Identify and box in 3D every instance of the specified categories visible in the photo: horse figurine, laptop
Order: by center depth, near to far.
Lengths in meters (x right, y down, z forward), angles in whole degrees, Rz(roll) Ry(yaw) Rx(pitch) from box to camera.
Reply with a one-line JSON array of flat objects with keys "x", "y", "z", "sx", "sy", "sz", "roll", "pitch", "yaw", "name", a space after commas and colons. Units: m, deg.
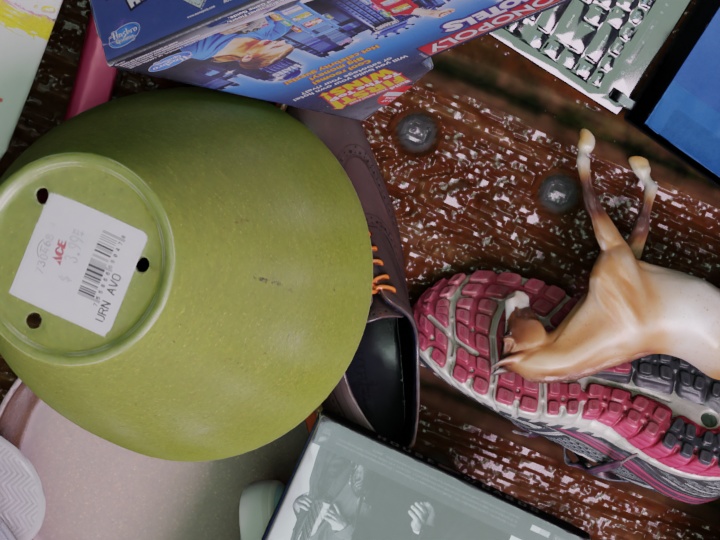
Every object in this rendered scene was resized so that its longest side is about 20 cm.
[{"x": 0.163, "y": -0.157, "z": 1.339, "sx": 0.199, "sy": 0.103, "sz": 0.178, "roll": 31, "pitch": 98, "yaw": -11, "name": "laptop"}, {"x": 0.172, "y": 0.008, "z": 1.381, "sx": 0.199, "sy": 0.050, "sz": 0.133, "roll": 13, "pitch": 69, "yaw": -14, "name": "horse figurine"}]

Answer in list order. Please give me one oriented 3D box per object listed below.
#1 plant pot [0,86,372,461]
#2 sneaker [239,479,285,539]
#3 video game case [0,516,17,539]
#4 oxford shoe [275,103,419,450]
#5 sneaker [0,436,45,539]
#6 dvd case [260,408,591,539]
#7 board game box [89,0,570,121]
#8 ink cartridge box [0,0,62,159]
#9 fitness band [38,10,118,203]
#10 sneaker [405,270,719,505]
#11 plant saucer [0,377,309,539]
[{"x": -0.103, "y": -0.003, "z": 1.240, "sx": 0.186, "sy": 0.200, "sz": 0.188, "roll": 0, "pitch": 87, "yaw": 11, "name": "plant pot"}, {"x": 0.005, "y": 0.192, "z": 1.378, "sx": 0.082, "sy": 0.074, "sz": 0.201, "roll": -22, "pitch": 99, "yaw": 11, "name": "sneaker"}, {"x": -0.263, "y": 0.135, "z": 1.307, "sx": 0.199, "sy": 0.182, "sz": 0.023, "roll": 3, "pitch": 67, "yaw": 8, "name": "video game case"}, {"x": 0.000, "y": 0.000, "z": 1.362, "sx": 0.071, "sy": 0.072, "sz": 0.201, "roll": -13, "pitch": 93, "yaw": -22, "name": "oxford shoe"}, {"x": -0.270, "y": 0.109, "z": 1.371, "sx": 0.199, "sy": 0.116, "sz": 0.074, "roll": 15, "pitch": 69, "yaw": -21, "name": "sneaker"}, {"x": 0.006, "y": 0.191, "z": 1.330, "sx": 0.150, "sy": 0.025, "sz": 0.201, "roll": 25, "pitch": 96, "yaw": 1, "name": "dvd case"}, {"x": 0.002, "y": -0.136, "z": 1.269, "sx": 0.199, "sy": 0.200, "sz": 0.062, "roll": -20, "pitch": 74, "yaw": 17, "name": "board game box"}, {"x": -0.205, "y": -0.117, "z": 1.248, "sx": 0.116, "sy": 0.067, "sz": 0.201, "roll": 22, "pitch": 68, "yaw": -13, "name": "ink cartridge box"}, {"x": -0.191, "y": -0.122, "z": 1.349, "sx": 0.143, "sy": 0.037, "sz": 0.201, "roll": 13, "pitch": 103, "yaw": -8, "name": "fitness band"}, {"x": 0.113, "y": 0.070, "z": 1.406, "sx": 0.199, "sy": 0.075, "sz": 0.081, "roll": 26, "pitch": 57, "yaw": 0, "name": "sneaker"}, {"x": -0.101, "y": 0.112, "z": 1.414, "sx": 0.199, "sy": 0.034, "sz": 0.201, "roll": -1, "pitch": 103, "yaw": -4, "name": "plant saucer"}]
